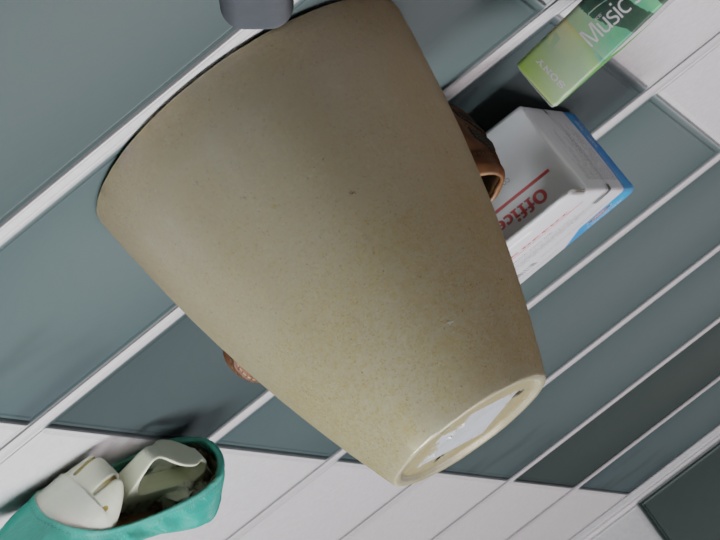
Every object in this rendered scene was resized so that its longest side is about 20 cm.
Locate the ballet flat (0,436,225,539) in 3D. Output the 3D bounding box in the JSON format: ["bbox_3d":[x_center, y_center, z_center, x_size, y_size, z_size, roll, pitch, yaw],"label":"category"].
[{"bbox_3d":[-0.158,0.144,1.797,0.200,0.067,0.071,-17,132,-51],"label":"ballet flat"}]

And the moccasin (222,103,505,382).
[{"bbox_3d":[0.002,-0.004,1.610,0.201,0.078,0.074,-38,139,10],"label":"moccasin"}]

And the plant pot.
[{"bbox_3d":[0.000,0.000,1.413,0.187,0.200,0.187,-33,165,-10],"label":"plant pot"}]

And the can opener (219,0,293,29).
[{"bbox_3d":[-0.063,-0.153,1.133,0.066,0.054,0.200,-2,163,0],"label":"can opener"}]

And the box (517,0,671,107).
[{"bbox_3d":[0.179,-0.179,1.515,0.200,0.036,0.144,-45,178,28],"label":"box"}]

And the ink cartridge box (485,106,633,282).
[{"bbox_3d":[0.086,-0.039,1.702,0.116,0.067,0.200,-39,171,13],"label":"ink cartridge box"}]
